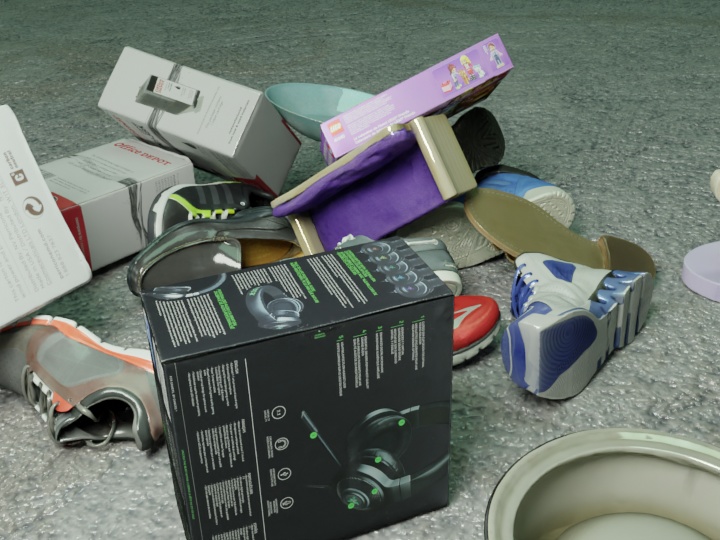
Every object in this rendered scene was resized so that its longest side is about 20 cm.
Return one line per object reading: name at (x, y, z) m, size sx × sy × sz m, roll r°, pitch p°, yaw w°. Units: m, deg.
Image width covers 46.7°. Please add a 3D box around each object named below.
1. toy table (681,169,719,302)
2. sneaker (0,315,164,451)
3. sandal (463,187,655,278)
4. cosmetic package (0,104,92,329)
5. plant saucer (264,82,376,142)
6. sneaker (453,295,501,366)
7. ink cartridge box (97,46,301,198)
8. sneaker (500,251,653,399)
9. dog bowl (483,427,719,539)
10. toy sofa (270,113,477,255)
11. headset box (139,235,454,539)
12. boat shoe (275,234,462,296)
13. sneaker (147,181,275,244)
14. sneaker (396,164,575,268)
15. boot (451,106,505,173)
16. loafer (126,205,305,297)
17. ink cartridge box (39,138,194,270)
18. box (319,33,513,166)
toy table at (0.428, -0.039, 0.820) m, size 0.195 × 0.119 × 0.185 m, roll -4°, pitch 28°, yaw -6°
sneaker at (-0.235, 0.095, 0.669) m, size 0.196 × 0.078 × 0.082 m, roll 7°, pitch 36°, yaw 19°
sandal at (0.190, -0.011, 0.852) m, size 0.208 × 0.070 × 0.079 m, roll 18°, pitch 50°, yaw -6°
cosmetic package at (-0.374, -0.016, 0.714) m, size 0.197 × 0.168 × 0.164 m, roll -13°, pitch 15°, yaw 42°
plant saucer at (-0.023, -0.186, 1.030) m, size 0.196 × 0.039 × 0.202 m, roll 10°, pitch 23°, yaw -4°
sneaker at (0.030, 0.036, 0.743) m, size 0.195 × 0.087 × 0.077 m, roll -3°, pitch 29°, yaw 0°
ink cartridge box at (-0.190, -0.175, 1.002) m, size 0.197 × 0.084 × 0.147 m, roll 22°, pitch -8°, yaw 20°
sneaker at (0.168, 0.041, 0.745) m, size 0.114 × 0.082 × 0.197 m, roll 18°, pitch 27°, yaw 39°
dog bowl at (0.168, 0.182, 0.477) m, size 0.195 × 0.075 × 0.201 m, roll -1°, pitch 28°, yaw 1°
toy sofa at (0.008, -0.072, 0.836) m, size 0.198 × 0.084 × 0.097 m, roll -27°, pitch -3°, yaw 37°
headset box at (-0.032, 0.087, 0.558) m, size 0.196 × 0.178 × 0.093 m, roll -13°, pitch 30°, yaw -18°
boat shoe at (0.000, 0.000, 0.809) m, size 0.195 × 0.073 × 0.063 m, roll -1°, pitch 58°, yaw -12°
sneaker at (-0.158, -0.064, 0.932) m, size 0.081 × 0.073 × 0.200 m, roll 7°, pitch 21°, yaw 23°
sneaker at (0.129, -0.064, 0.935) m, size 0.196 × 0.078 × 0.111 m, roll -14°, pitch 22°, yaw -5°
boot at (0.051, -0.110, 0.963) m, size 0.198 × 0.074 × 0.181 m, roll -23°, pitch 7°, yaw 44°
loafer at (-0.144, -0.014, 0.867) m, size 0.198 × 0.074 × 0.072 m, roll -25°, pitch 40°, yaw -33°
ink cartridge box at (-0.305, -0.073, 0.953) m, size 0.145 × 0.085 × 0.198 m, roll 21°, pitch 35°, yaw 37°
box at (0.051, -0.166, 0.865) m, size 0.197 × 0.040 × 0.137 m, roll -28°, pitch 0°, yaw -3°
